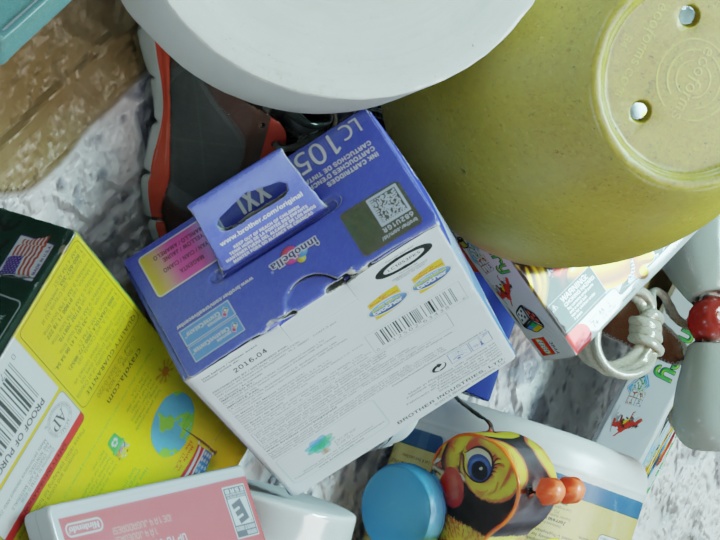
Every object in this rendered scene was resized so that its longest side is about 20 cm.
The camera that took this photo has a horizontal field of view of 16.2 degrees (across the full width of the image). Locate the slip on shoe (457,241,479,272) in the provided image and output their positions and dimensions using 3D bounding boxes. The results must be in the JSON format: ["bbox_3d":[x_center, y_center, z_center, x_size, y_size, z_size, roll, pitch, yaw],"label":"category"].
[{"bbox_3d":[0.099,-0.028,1.402,0.200,0.061,0.074,-7,107,-61],"label":"slip on shoe"}]

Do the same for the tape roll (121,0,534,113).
[{"bbox_3d":[-0.014,-0.169,1.097,0.202,0.071,0.203,0,89,-15],"label":"tape roll"}]

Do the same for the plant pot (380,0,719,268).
[{"bbox_3d":[0.124,-0.092,1.193,0.200,0.142,0.200,-2,98,-18],"label":"plant pot"}]

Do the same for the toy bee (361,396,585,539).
[{"bbox_3d":[0.054,0.122,1.276,0.131,0.109,0.200,-26,121,-41],"label":"toy bee"}]

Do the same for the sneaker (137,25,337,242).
[{"bbox_3d":[-0.052,-0.059,1.185,0.077,0.082,0.200,-43,137,-40],"label":"sneaker"}]

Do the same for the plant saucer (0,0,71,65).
[{"bbox_3d":[-0.098,-0.174,1.031,0.200,0.019,0.070,-44,98,-12],"label":"plant saucer"}]

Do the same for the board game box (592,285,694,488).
[{"bbox_3d":[0.189,0.075,1.592,0.200,0.035,0.126,-63,167,-1],"label":"board game box"}]

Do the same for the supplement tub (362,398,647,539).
[{"bbox_3d":[0.066,0.181,1.416,0.145,0.145,0.200,24,83,-58],"label":"supplement tub"}]

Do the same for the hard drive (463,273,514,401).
[{"bbox_3d":[0.068,-0.035,1.436,0.132,0.025,0.200,26,82,-58],"label":"hard drive"}]

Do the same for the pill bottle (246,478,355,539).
[{"bbox_3d":[-0.065,0.207,1.256,0.109,0.109,0.200,14,91,-58],"label":"pill bottle"}]

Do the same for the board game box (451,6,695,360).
[{"bbox_3d":[0.129,-0.064,1.321,0.200,0.035,0.126,-44,106,-27],"label":"board game box"}]

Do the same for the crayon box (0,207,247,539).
[{"bbox_3d":[-0.134,0.080,1.148,0.127,0.051,0.200,-60,145,-21],"label":"crayon box"}]

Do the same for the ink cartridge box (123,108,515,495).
[{"bbox_3d":[-0.019,0.013,1.179,0.136,0.076,0.200,-32,154,1],"label":"ink cartridge box"}]

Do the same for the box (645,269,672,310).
[{"bbox_3d":[0.184,-0.036,1.563,0.200,0.021,0.164,9,99,-76],"label":"box"}]

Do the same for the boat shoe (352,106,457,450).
[{"bbox_3d":[0.000,0.000,1.310,0.068,0.072,0.200,-11,115,-50],"label":"boat shoe"}]

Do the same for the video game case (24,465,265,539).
[{"bbox_3d":[-0.071,0.193,1.135,0.143,0.017,0.200,-7,77,-56],"label":"video game case"}]

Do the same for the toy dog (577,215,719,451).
[{"bbox_3d":[0.172,-0.002,1.410,0.132,0.096,0.200,26,68,-20],"label":"toy dog"}]
